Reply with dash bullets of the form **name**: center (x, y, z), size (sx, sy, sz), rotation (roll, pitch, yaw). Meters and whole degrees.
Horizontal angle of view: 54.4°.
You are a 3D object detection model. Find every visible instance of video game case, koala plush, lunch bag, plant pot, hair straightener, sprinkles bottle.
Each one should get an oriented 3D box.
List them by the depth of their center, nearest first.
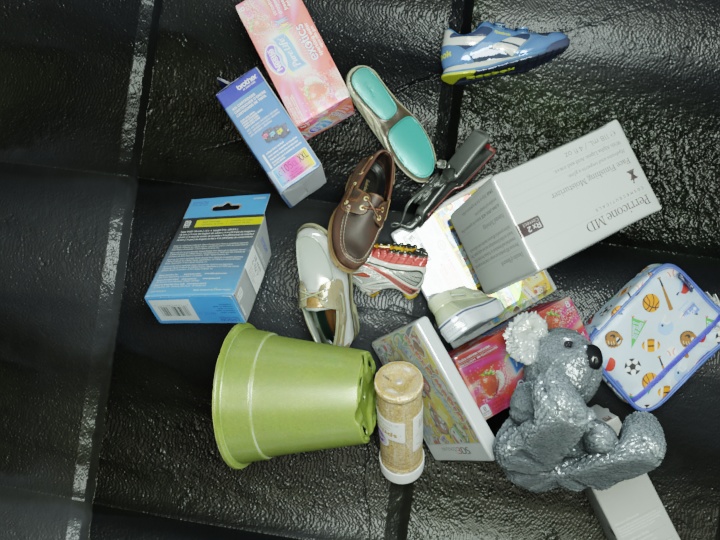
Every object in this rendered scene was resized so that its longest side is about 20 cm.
- **koala plush**: center (0.247, 0.153, 0.872), size (0.175, 0.184, 0.202), rotation (25, 46, -16)
- **plant pot**: center (-0.077, 0.171, 0.966), size (0.186, 0.200, 0.204), rotation (-2, 88, 13)
- **video game case**: center (0.099, 0.172, 0.978), size (0.023, 0.182, 0.202), rotation (-27, 86, -23)
- **sprinkles bottle**: center (0.056, 0.216, 0.981), size (0.067, 0.069, 0.202), rotation (-2, 132, 3)
- **lunch bag**: center (0.431, 0.096, 1.022), size (0.200, 0.076, 0.161), rotation (-43, 89, 2)
- **hair straightener**: center (0.116, -0.137, 1.036), size (0.200, 0.077, 0.041), rotation (-43, 52, -3)
- **video game case**: center (0.170, -0.013, 1.064), size (0.180, 0.023, 0.202), rotation (-30, 86, 2)

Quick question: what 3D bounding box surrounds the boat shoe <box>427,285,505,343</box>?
- **boat shoe**: center (0.147, 0.050, 0.955), size (0.072, 0.199, 0.063), rotation (-35, 79, 18)

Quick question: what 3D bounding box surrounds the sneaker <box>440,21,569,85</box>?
- **sneaker**: center (0.213, -0.338, 1.048), size (0.196, 0.074, 0.084), rotation (-9, 85, 2)

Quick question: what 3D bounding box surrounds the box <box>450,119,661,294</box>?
- **box**: center (0.254, -0.078, 0.953), size (0.196, 0.200, 0.132), rotation (-25, 85, -13)

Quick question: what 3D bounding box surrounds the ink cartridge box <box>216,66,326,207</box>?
- **ink cartridge box**: center (-0.135, -0.203, 1.029), size (0.076, 0.136, 0.202), rotation (-32, 87, -2)

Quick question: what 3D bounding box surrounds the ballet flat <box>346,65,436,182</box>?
- **ballet flat**: center (0.047, -0.221, 1.060), size (0.067, 0.062, 0.202), rotation (-34, 93, -9)

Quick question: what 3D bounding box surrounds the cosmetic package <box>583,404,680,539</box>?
- **cosmetic package**: center (0.363, 0.305, 1.001), size (0.089, 0.107, 0.202), rotation (-29, 85, 2)

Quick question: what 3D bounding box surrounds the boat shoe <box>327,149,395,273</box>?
- **boat shoe**: center (0.005, -0.091, 0.993), size (0.070, 0.070, 0.203), rotation (29, 51, -23)

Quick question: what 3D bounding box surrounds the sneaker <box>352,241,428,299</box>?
- **sneaker**: center (0.000, 0.000, 1.043), size (0.196, 0.078, 0.084), rotation (8, 107, 15)

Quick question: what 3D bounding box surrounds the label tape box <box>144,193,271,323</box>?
- **label tape box**: center (-0.211, -0.019, 1.035), size (0.142, 0.064, 0.202), rotation (-2, 47, 17)

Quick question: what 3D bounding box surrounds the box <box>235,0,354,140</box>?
- **box**: center (-0.095, -0.312, 1.048), size (0.094, 0.103, 0.202), rotation (-27, 88, 2)

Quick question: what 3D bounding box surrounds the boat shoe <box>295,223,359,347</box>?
- **boat shoe**: center (-0.051, 0.033, 1.004), size (0.074, 0.069, 0.203), rotation (-3, 120, 29)

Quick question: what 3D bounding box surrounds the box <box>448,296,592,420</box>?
- **box**: center (0.217, 0.125, 0.994), size (0.198, 0.100, 0.097), rotation (-25, 87, -14)
